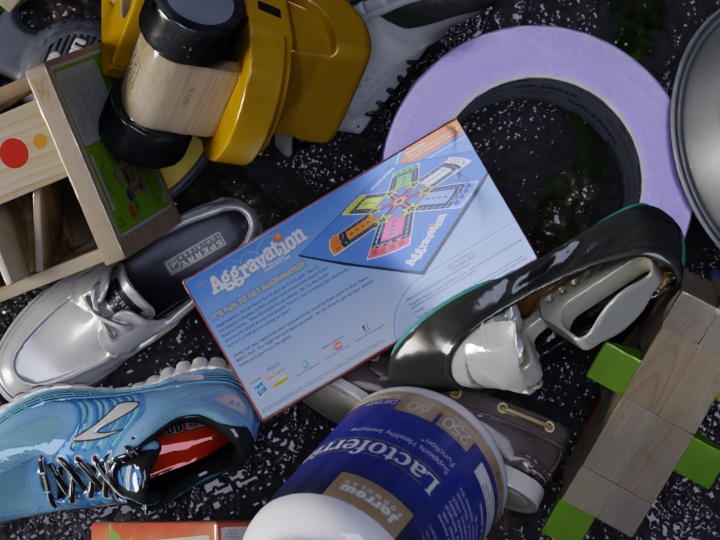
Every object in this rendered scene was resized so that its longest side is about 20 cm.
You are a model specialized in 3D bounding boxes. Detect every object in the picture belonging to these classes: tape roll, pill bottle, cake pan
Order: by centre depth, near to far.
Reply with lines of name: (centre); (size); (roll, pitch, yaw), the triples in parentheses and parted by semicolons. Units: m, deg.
pill bottle: (-0.001, 0.163, 1.547); (0.116, 0.200, 0.116); (13, 122, 22)
cake pan: (0.288, -0.085, 1.665); (0.200, 0.037, 0.200); (6, 77, -29)
tape roll: (0.110, -0.052, 1.674); (0.200, 0.085, 0.200); (0, 84, -2)

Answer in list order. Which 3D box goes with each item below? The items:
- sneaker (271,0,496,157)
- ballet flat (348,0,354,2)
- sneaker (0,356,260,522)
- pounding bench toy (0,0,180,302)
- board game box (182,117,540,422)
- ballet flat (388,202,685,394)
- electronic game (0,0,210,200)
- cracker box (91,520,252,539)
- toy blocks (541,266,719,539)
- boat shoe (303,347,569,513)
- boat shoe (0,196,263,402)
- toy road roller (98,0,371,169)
sneaker: (0.010, -0.135, 1.640); (0.200, 0.074, 0.080); (-23, 95, 34)
ballet flat: (-0.089, -0.224, 1.679); (0.200, 0.072, 0.072); (24, 84, -8)
sneaker: (-0.157, 0.113, 1.632); (0.200, 0.090, 0.078); (-18, 117, -3)
pounding bench toy: (-0.232, -0.083, 1.599); (0.156, 0.124, 0.200); (-20, 97, 15)
board game box: (0.000, 0.000, 1.618); (0.200, 0.019, 0.103); (-30, 87, 7)
ballet flat: (0.108, 0.028, 1.577); (0.200, 0.068, 0.068); (-33, 42, 9)
electronic game: (-0.181, -0.124, 1.690); (0.200, 0.042, 0.200); (0, 85, -2)
cracker box: (-0.107, 0.254, 1.609); (0.058, 0.134, 0.200); (5, 83, -40)
toy blocks: (0.186, 0.073, 1.643); (0.100, 0.137, 0.200); (28, 103, -1)
boat shoe: (0.036, 0.083, 1.663); (0.200, 0.072, 0.060); (27, 72, 9)
boat shoe: (-0.148, 0.020, 1.665); (0.200, 0.066, 0.072); (-29, 86, -5)
toy road roller: (-0.078, -0.152, 1.583); (0.146, 0.123, 0.200); (9, 46, -19)
